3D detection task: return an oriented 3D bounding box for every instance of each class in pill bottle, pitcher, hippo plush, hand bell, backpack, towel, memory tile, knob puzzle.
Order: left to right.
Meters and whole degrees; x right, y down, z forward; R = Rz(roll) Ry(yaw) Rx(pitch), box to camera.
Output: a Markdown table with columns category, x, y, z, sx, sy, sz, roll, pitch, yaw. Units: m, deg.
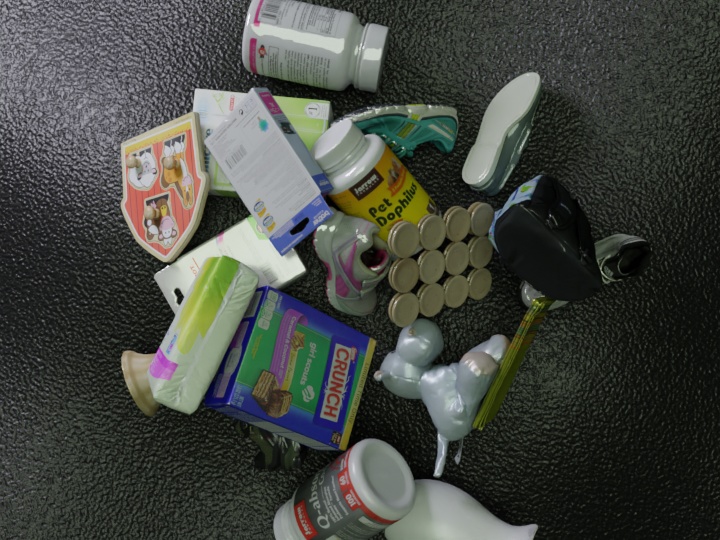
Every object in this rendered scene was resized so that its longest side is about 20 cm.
| category | x | y | z | sx | sy | sz | roll | pitch | yaw |
| --- | --- | --- | --- | --- | --- | --- | --- | --- | --- |
| knob puzzle | -0.294 | -0.112 | 1.072 | 0.219 | 0.030 | 0.220 | -1 | 89 | 37 |
| hand bell | -0.236 | 0.127 | 1.085 | 0.200 | 0.104 | 0.104 | -24 | 88 | 0 |
| pill bottle | -0.064 | -0.330 | 1.085 | 0.200 | 0.113 | 0.114 | 13 | 89 | 2 |
| pill bottle | -0.027 | 0.331 | 1.036 | 0.116 | 0.116 | 0.200 | 48 | 120 | 2 |
| pill bottle | 0.019 | -0.115 | 1.045 | 0.109 | 0.109 | 0.200 | -44 | 116 | 0 |
| hippo plush | 0.117 | 0.156 | 1.076 | 0.161 | 0.159 | 0.200 | 29 | 106 | 25 |
| memory tile | 0.117 | -0.012 | 1.053 | 0.200 | 0.017 | 0.154 | -16 | 113 | -35 |
| pitcher | 0.140 | 0.394 | 1.069 | 0.200 | 0.172 | 0.121 | 16 | 45 | 15 |
| towel | 0.215 | 0.126 | 1.016 | 0.018 | 0.086 | 0.200 | 30 | 106 | 25 |
| backpack | 0.255 | -0.054 | 1.030 | 0.163 | 0.200 | 0.154 | 42 | 132 | -9 |

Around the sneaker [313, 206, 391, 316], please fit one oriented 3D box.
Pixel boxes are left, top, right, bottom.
| category | x | y | z | sx | sy | sz | roll | pitch | yaw |
| --- | --- | --- | --- | --- | --- | --- | --- | --- | --- |
| sneaker | 0.000 | 0.000 | 1.042 | 0.088 | 0.200 | 0.081 | 13 | 57 | 24 |

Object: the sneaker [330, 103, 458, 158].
| category | x | y | z | sx | sy | sz | roll | pitch | yaw |
| --- | --- | --- | --- | --- | --- | --- | --- | --- | --- |
| sneaker | 0.055 | -0.205 | 1.085 | 0.200 | 0.078 | 0.080 | -4 | 100 | -18 |

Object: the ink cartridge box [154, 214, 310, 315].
| category | x | y | z | sx | sy | sz | roll | pitch | yaw |
| --- | --- | --- | --- | --- | --- | --- | --- | --- | --- |
| ink cartridge box | -0.190 | 0.004 | 1.103 | 0.200 | 0.067 | 0.117 | -30 | 88 | -1 |

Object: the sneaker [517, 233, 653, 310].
| category | x | y | z | sx | sy | sz | roll | pitch | yaw |
| --- | --- | --- | --- | --- | --- | --- | --- | --- | --- |
| sneaker | 0.328 | -0.001 | 1.069 | 0.200 | 0.115 | 0.076 | -27 | 89 | 1 |

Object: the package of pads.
| category | x | y | z | sx | sy | sz | roll | pitch | yaw |
| --- | --- | --- | --- | --- | --- | --- | --- | --- | --- |
| package of pads | -0.212 | 0.078 | 0.984 | 0.068 | 0.154 | 0.200 | 28 | 83 | -17 |

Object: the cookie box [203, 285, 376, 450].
| category | x | y | z | sx | sy | sz | roll | pitch | yaw |
| --- | --- | --- | --- | --- | --- | --- | --- | --- | --- |
| cookie box | -0.092 | 0.140 | 1.026 | 0.200 | 0.075 | 0.171 | 30 | 65 | -32 |

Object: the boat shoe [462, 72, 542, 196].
| category | x | y | z | sx | sy | sz | roll | pitch | yaw |
| --- | --- | --- | --- | --- | --- | --- | --- | --- | --- |
| boat shoe | 0.222 | -0.204 | 1.114 | 0.062 | 0.073 | 0.200 | 35 | 80 | -41 |

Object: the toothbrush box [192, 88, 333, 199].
| category | x | y | z | sx | sy | sz | roll | pitch | yaw |
| --- | --- | --- | --- | --- | --- | --- | --- | --- | --- |
| toothbrush box | -0.147 | -0.181 | 1.098 | 0.200 | 0.086 | 0.146 | 6 | 89 | 3 |

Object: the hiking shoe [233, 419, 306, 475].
| category | x | y | z | sx | sy | sz | roll | pitch | yaw |
| --- | --- | --- | --- | --- | --- | --- | --- | --- | --- |
| hiking shoe | -0.147 | 0.203 | 1.094 | 0.101 | 0.076 | 0.200 | -14 | 85 | 3 |

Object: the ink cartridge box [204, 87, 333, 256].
| category | x | y | z | sx | sy | sz | roll | pitch | yaw |
| --- | --- | --- | --- | --- | --- | --- | --- | --- | --- |
| ink cartridge box | -0.118 | -0.132 | 1.005 | 0.119 | 0.042 | 0.200 | -36 | 83 | 34 |
